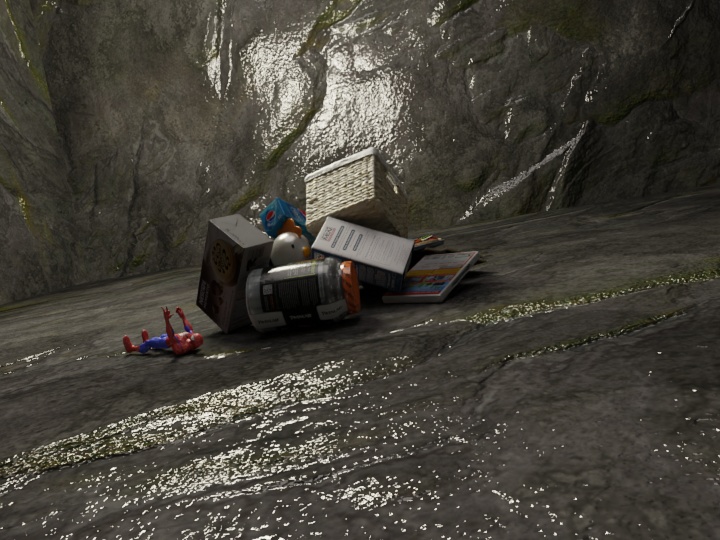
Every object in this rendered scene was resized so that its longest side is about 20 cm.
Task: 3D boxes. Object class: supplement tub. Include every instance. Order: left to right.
[{"bbox_3d":[-0.104,0.044,1.019,0.196,0.125,0.123,-8,7,8],"label":"supplement tub"}]

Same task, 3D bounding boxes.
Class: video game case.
[{"bbox_3d":[0.152,0.013,1.158,0.141,0.018,0.200,-4,24,38],"label":"video game case"}]

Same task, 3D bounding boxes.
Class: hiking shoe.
[{"bbox_3d":[0.094,-0.001,1.318,0.196,0.077,0.101,-11,10,-6],"label":"hiking shoe"}]

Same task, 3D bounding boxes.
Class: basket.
[{"bbox_3d":[-0.003,-0.140,1.273,0.197,0.163,0.198,-19,-39,21],"label":"basket"}]

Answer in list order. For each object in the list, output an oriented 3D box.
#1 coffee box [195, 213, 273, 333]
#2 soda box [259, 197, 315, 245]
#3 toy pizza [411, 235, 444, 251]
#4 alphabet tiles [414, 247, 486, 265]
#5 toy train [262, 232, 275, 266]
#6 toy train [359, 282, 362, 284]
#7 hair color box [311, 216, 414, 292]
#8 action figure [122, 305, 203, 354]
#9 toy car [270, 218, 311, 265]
[{"bbox_3d":[-0.254,0.007,1.091,0.112,0.203,0.079,35,32,27],"label":"coffee box"},{"bbox_3d":[-0.145,-0.098,1.312,0.068,0.065,0.199,-41,-35,19],"label":"soda box"},{"bbox_3d":[0.112,-0.055,1.355,0.197,0.032,0.200,-16,-2,-1],"label":"toy pizza"},{"bbox_3d":[0.206,-0.028,1.342,0.163,0.006,0.200,11,-11,-18],"label":"alphabet tiles"},{"bbox_3d":[-0.248,0.004,1.282,0.112,0.203,0.087,12,-18,27],"label":"toy train"},{"bbox_3d":[0.066,0.014,1.424,0.196,0.035,0.046,-7,18,24],"label":"toy train"},{"bbox_3d":[0.005,-0.035,1.141,0.196,0.061,0.101,17,50,10],"label":"hair color box"},{"bbox_3d":[-0.362,0.105,1.004,0.197,0.101,0.065,-2,11,34],"label":"action figure"},{"bbox_3d":[-0.136,-0.014,1.204,0.175,0.204,0.183,-3,10,42],"label":"toy car"}]
